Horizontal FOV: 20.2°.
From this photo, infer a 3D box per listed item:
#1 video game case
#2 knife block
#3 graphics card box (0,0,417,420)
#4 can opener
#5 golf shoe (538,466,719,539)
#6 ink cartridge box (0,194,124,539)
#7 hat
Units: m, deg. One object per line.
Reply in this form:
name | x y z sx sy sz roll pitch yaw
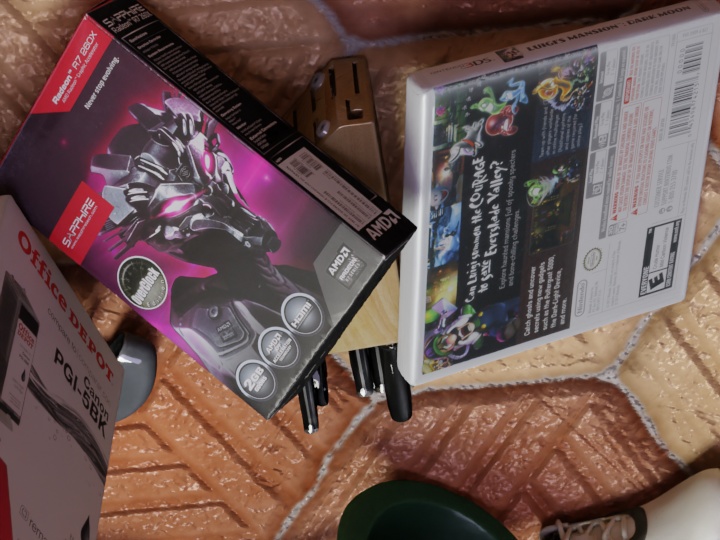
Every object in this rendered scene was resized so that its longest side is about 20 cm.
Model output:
video game case | 0.106 -0.041 1.093 0.182 0.023 0.200 -17 133 -20
knife block | 0.000 0.000 1.130 0.175 0.064 0.200 28 121 -26
graphics card box | -0.084 -0.033 1.043 0.200 0.051 0.126 39 120 4
can opener | -0.177 0.113 1.215 0.067 0.053 0.200 15 128 -15
golf shoe | 0.163 0.188 1.294 0.088 0.077 0.200 33 119 -17
ink cartridge box | -0.196 0.082 1.027 0.083 0.200 0.147 -14 131 16
hat | 0.011 0.243 1.277 0.165 0.200 0.176 8 134 -38
